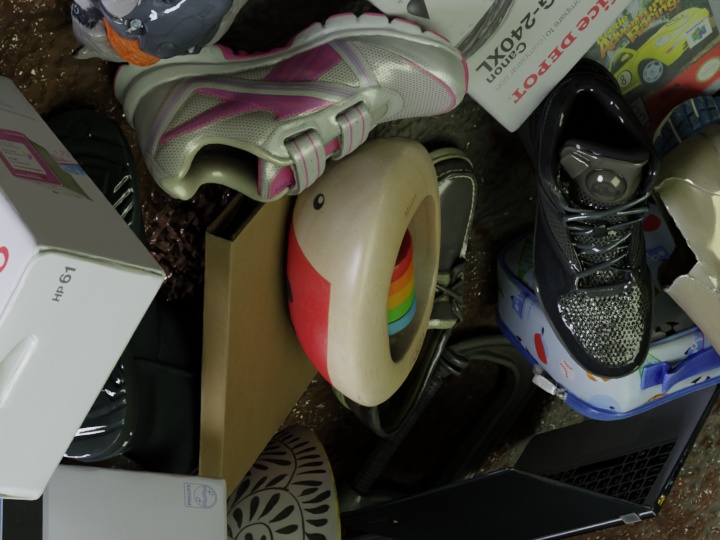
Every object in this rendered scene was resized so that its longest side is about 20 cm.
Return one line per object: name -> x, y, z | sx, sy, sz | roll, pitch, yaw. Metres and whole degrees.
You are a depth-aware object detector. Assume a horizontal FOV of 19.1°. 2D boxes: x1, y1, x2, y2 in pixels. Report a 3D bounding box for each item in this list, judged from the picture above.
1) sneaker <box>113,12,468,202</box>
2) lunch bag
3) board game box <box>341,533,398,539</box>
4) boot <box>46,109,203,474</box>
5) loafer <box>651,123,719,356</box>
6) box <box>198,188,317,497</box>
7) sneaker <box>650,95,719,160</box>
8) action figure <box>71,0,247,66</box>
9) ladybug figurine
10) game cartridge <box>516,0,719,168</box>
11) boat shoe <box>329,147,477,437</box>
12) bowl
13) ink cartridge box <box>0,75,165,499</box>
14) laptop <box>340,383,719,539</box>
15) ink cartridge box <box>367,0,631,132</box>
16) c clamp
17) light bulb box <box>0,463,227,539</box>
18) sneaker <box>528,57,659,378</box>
sneaker -> -0.035, -0.082, 1.194 | 0.198, 0.089, 0.081 | -9, 155, 0
lunch bag -> 0.195, 0.024, 1.448 | 0.199, 0.160, 0.076 | -19, 132, -24
board game box -> 0.026, 0.261, 1.531 | 0.199, 0.036, 0.153 | 0, 101, -54
boot -> -0.139, 0.019, 1.250 | 0.076, 0.202, 0.168 | -7, 172, 12
loafer -> 0.224, 0.010, 1.346 | 0.068, 0.076, 0.202 | -16, 100, -1
box -> -0.055, 0.020, 1.293 | 0.164, 0.021, 0.201 | -54, 156, -50
sneaker -> 0.241, -0.069, 1.446 | 0.199, 0.077, 0.085 | -15, 159, -51
action figure -> -0.101, -0.170, 1.095 | 0.199, 0.105, 0.193 | 13, 146, -35
ladybug figurine -> 0.000, 0.000, 1.285 | 0.201, 0.071, 0.136 | 88, 23, -49
game cartridge -> 0.184, -0.147, 1.396 | 0.200, 0.041, 0.133 | -38, 134, -5
boat shoe -> 0.039, 0.018, 1.396 | 0.071, 0.066, 0.202 | 0, 123, -36
bowl -> -0.089, 0.195, 1.369 | 0.093, 0.201, 0.202 | 7, 120, -21
ink cartridge box -> -0.204, 0.000, 1.099 | 0.084, 0.200, 0.145 | 15, 114, -42
laptop -> 0.112, 0.125, 1.454 | 0.116, 0.187, 0.200 | 51, 49, -17
ink cartridge box -> 0.069, -0.194, 1.233 | 0.145, 0.083, 0.200 | -48, 137, 5
c clamp -> 0.042, 0.119, 1.508 | 0.200, 0.027, 0.170 | -52, 138, 9
light bulb box -> -0.198, 0.204, 1.237 | 0.198, 0.126, 0.198 | 8, 149, -21
sneaker -> 0.142, -0.025, 1.301 | 0.076, 0.114, 0.201 | -5, 100, 2
